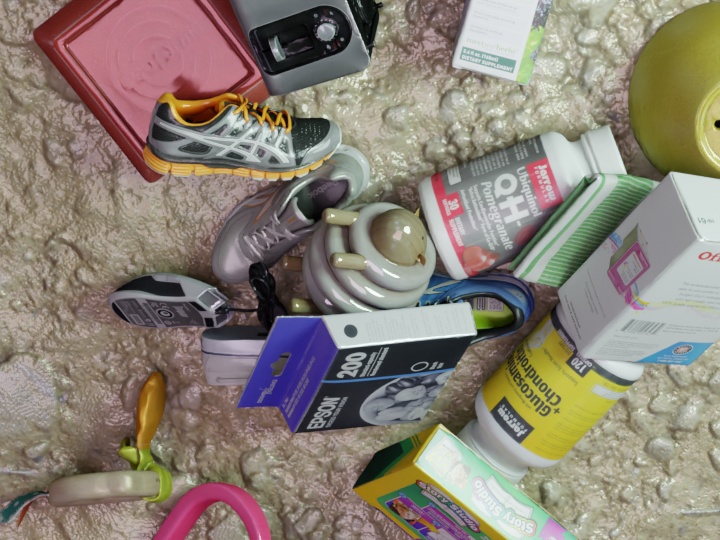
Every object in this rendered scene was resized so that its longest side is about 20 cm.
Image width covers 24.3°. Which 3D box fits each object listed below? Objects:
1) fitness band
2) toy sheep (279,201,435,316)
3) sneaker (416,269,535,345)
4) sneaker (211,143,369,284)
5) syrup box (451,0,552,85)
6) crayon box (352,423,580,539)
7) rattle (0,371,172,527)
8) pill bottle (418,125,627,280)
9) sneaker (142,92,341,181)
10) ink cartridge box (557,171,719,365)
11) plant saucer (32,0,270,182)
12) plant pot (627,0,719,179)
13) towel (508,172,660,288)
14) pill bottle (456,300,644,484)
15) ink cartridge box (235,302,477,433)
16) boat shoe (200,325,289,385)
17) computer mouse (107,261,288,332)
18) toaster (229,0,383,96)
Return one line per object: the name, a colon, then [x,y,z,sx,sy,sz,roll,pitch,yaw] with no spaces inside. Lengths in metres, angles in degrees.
fitness band: [-0.174,0.324,1.809,0.144,0.037,0.200,47,111,36]
toy sheep: [0.000,0.000,1.659,0.138,0.138,0.200,40,139,-7]
sneaker: [0.079,0.039,1.724,0.200,0.089,0.079,-4,106,8]
sneaker: [-0.080,-0.053,1.708,0.200,0.092,0.076,-40,99,14]
syrup box: [0.152,-0.291,1.627,0.079,0.081,0.200,15,108,-1]
crayon box: [0.110,0.256,1.746,0.200,0.173,0.058,40,63,-8]
rattle: [-0.305,0.199,1.813,0.200,0.130,0.143,-9,95,34]
pill bottle: [0.168,-0.073,1.674,0.200,0.111,0.111,-21,104,9]
sneaker: [-0.116,-0.139,1.671,0.200,0.078,0.077,-3,124,-12]
ink cartridge box: [0.309,0.002,1.607,0.144,0.085,0.200,6,143,-31]
plant saucer: [-0.203,-0.217,1.699,0.200,0.037,0.200,-35,100,13]
plant pot: [0.365,-0.154,1.619,0.200,0.142,0.200,1,106,4]
towel: [0.264,-0.028,1.656,0.200,0.023,0.153,13,129,-33]
pill bottle: [0.190,0.132,1.726,0.112,0.112,0.200,37,113,-7]
ink cartridge box: [-0.007,0.101,1.661,0.200,0.043,0.198,-3,150,-18]
boat shoe: [-0.070,0.109,1.764,0.202,0.075,0.086,1,106,6]
computer mouse: [-0.170,0.026,1.742,0.200,0.044,0.110,2,150,20]
toaster: [-0.061,-0.285,1.598,0.119,0.200,0.181,-18,112,12]
